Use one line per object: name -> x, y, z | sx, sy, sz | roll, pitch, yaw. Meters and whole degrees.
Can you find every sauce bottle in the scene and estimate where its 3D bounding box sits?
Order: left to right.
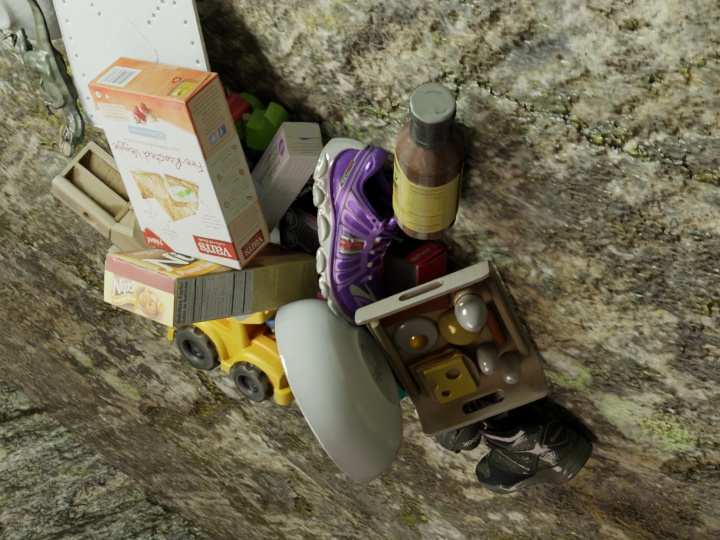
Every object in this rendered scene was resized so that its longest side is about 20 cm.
sauce bottle -> 0.062, -0.098, 1.473 | 0.065, 0.065, 0.200 | 34, 157, 16

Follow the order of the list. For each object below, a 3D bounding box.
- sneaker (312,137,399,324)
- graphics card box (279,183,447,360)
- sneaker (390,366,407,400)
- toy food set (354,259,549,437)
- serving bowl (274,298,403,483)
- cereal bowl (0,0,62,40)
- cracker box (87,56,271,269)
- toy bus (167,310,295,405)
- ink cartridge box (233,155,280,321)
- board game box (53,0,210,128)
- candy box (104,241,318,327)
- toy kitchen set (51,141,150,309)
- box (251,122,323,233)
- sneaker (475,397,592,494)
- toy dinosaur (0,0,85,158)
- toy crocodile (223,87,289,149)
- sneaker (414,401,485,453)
sneaker -> 0.003, -0.033, 1.626 | 0.083, 0.081, 0.201 | 9, 125, 23
graphics card box -> 0.000, 0.000, 1.743 | 0.199, 0.051, 0.126 | 28, 134, 33
sneaker -> -0.001, 0.078, 1.857 | 0.200, 0.121, 0.083 | 51, 157, -24
toy food set -> 0.096, 0.085, 1.666 | 0.061, 0.143, 0.201 | -101, -14, -47
serving bowl -> -0.009, 0.112, 1.679 | 0.201, 0.066, 0.200 | 56, -165, -23
cereal bowl -> -0.383, -0.320, 1.765 | 0.199, 0.083, 0.200 | 34, 159, 15
cracker box -> -0.178, -0.106, 1.631 | 0.133, 0.058, 0.201 | 13, 135, 35
toy bus -> -0.132, 0.040, 2.029 | 0.199, 0.136, 0.193 | 30, 142, 19
ink cartridge box -> -0.148, -0.052, 1.841 | 0.200, 0.115, 0.068 | 53, -162, -29
board game box -> -0.220, -0.224, 1.642 | 0.199, 0.026, 0.201 | 15, 129, 35
candy box -> -0.153, 0.009, 1.709 | 0.115, 0.199, 0.056 | 16, 108, 42
toy kitchen set -> -0.315, -0.072, 2.036 | 0.180, 0.163, 0.200 | 39, 159, 3
box -> -0.089, -0.089, 1.698 | 0.200, 0.041, 0.039 | 129, 134, -59
sneaker -> 0.170, 0.191, 1.861 | 0.114, 0.076, 0.199 | 45, 156, -7
toy dinosaur -> -0.335, -0.221, 1.733 | 0.088, 0.047, 0.201 | 24, 138, 58
toy crocodile -> -0.162, -0.175, 1.700 | 0.199, 0.068, 0.062 | 28, 151, 23
sneaker -> 0.111, 0.159, 1.882 | 0.091, 0.066, 0.200 | 55, 167, 15
